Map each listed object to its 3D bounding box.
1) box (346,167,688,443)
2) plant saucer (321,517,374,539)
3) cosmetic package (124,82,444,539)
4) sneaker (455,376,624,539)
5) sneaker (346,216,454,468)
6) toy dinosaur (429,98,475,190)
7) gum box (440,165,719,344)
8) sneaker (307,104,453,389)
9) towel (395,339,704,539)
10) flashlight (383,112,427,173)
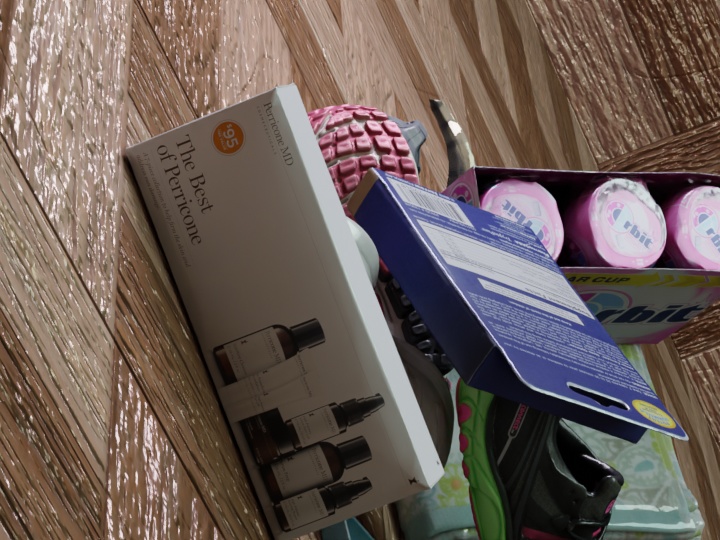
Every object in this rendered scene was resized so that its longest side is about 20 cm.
[{"bbox_3d":[0.080,0.026,1.522,0.121,0.032,0.200,20,22,-35],"label":"box"},{"bbox_3d":[0.016,0.217,1.447,0.070,0.019,0.201,54,17,-57],"label":"plant saucer"},{"bbox_3d":[-0.035,0.020,1.382,0.051,0.082,0.201,-28,97,-81],"label":"cosmetic package"},{"bbox_3d":[0.105,0.140,1.590,0.077,0.083,0.201,-88,166,-64],"label":"sneaker"},{"bbox_3d":[-0.011,0.061,1.528,0.200,0.074,0.100,61,32,-42],"label":"sneaker"},{"bbox_3d":[0.076,-0.003,1.841,0.047,0.088,0.201,-176,-87,-81],"label":"toy dinosaur"},{"bbox_3d":[0.128,-0.007,1.735,0.113,0.199,0.067,-40,-125,53],"label":"gum box"},{"bbox_3d":[0.000,0.000,1.667,0.075,0.080,0.201,96,-16,-69],"label":"sneaker"},{"bbox_3d":[0.098,0.096,1.751,0.048,0.199,0.172,-57,-141,42],"label":"towel"},{"bbox_3d":[0.002,-0.059,1.822,0.200,0.067,0.068,-71,176,-82],"label":"flashlight"}]
